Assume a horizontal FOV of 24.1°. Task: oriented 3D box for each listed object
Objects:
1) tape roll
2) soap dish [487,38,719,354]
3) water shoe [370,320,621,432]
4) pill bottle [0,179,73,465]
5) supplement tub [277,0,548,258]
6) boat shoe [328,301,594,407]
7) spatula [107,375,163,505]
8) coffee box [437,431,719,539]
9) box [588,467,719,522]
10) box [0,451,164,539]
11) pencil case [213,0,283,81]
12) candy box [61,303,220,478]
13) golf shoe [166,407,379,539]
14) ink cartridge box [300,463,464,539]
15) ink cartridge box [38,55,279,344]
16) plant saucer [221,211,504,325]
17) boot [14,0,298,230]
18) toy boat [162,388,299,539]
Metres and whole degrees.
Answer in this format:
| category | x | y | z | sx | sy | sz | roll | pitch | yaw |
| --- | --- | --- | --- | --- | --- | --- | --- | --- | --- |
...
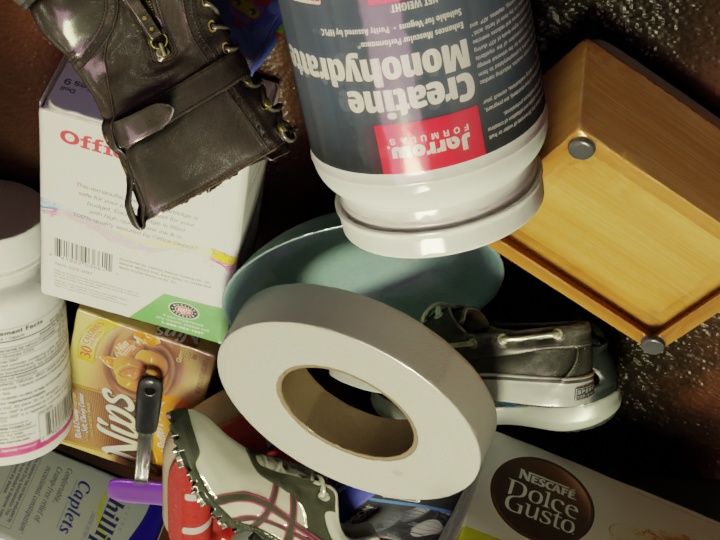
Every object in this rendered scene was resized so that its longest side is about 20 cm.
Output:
| category | x | y | z | sx | sy | sz | roll | pitch | yaw |
| --- | --- | --- | --- | --- | --- | --- | --- | --- | --- |
| tape roll | -0.003 | 0.087 | 1.167 | 0.202 | 0.037 | 0.203 | 19 | 147 | 13 |
| soap dish | 0.170 | -0.040 | 1.075 | 0.199 | 0.081 | 0.157 | 31 | 139 | -17 |
| water shoe | 0.098 | 0.073 | 1.262 | 0.199 | 0.071 | 0.079 | -2 | 109 | 26 |
| pill bottle | -0.282 | 0.040 | 1.293 | 0.113 | 0.114 | 0.201 | 9 | 122 | 11 |
| supplement tub | 0.030 | -0.123 | 0.954 | 0.140 | 0.140 | 0.201 | -1 | 120 | 22 |
| boat shoe | 0.071 | 0.055 | 1.198 | 0.199 | 0.071 | 0.064 | 2 | 100 | 23 |
| spatula | -0.177 | 0.144 | 1.382 | 0.056 | 0.021 | 0.201 | 5 | 139 | -6 |
| coffee box | 0.138 | 0.279 | 1.250 | 0.199 | 0.198 | 0.201 | 22 | 133 | 2 |
| box | 0.253 | 0.237 | 1.369 | 0.199 | 0.079 | 0.142 | 5 | 136 | 17 |
| box | -0.304 | 0.262 | 1.592 | 0.199 | 0.105 | 0.184 | 23 | 141 | -6 |
| pencil case | -0.134 | -0.187 | 1.029 | 0.199 | 0.078 | 0.087 | 25 | 174 | -9 |
| candy box | -0.180 | 0.088 | 1.380 | 0.115 | 0.055 | 0.200 | 19 | 141 | -1 |
| golf shoe | -0.068 | 0.163 | 1.257 | 0.088 | 0.077 | 0.200 | -35 | 118 | 4 |
| ink cartridge box | 0.042 | 0.172 | 1.328 | 0.199 | 0.039 | 0.099 | 17 | 133 | -39 |
| ink cartridge box | -0.143 | -0.056 | 1.177 | 0.145 | 0.088 | 0.200 | 16 | 142 | 3 |
| plant saucer | 0.000 | 0.000 | 1.188 | 0.200 | 0.039 | 0.201 | -7 | 153 | -3 |
| boot | -0.090 | -0.141 | 0.967 | 0.174 | 0.200 | 0.069 | 55 | 171 | -12 |
| toy boat | -0.082 | 0.178 | 1.363 | 0.131 | 0.130 | 0.200 | 47 | 151 | 27 |
